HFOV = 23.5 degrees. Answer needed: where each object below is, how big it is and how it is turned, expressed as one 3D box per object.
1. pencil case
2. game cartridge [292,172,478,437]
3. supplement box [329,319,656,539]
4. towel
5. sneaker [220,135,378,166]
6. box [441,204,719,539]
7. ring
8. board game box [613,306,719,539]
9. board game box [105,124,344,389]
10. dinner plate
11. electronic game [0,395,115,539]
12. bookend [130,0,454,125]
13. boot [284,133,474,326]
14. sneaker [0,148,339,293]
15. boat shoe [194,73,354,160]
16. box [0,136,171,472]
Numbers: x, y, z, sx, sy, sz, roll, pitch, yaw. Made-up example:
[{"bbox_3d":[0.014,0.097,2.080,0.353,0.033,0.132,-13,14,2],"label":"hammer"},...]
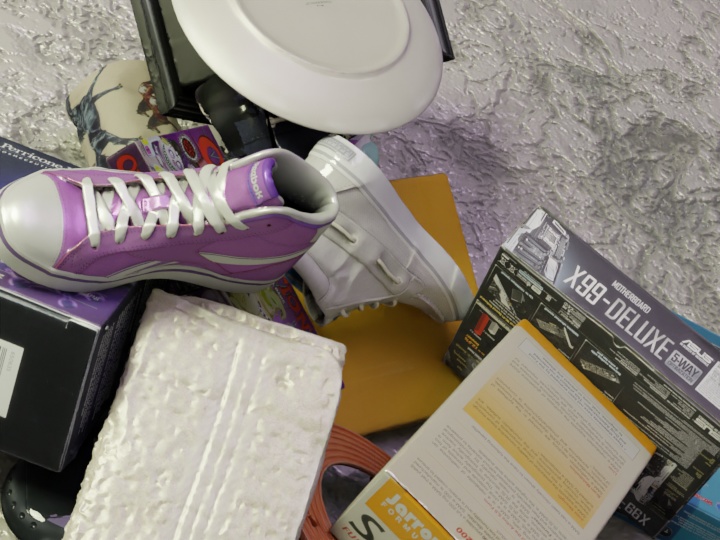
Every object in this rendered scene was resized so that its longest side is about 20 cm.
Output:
[{"bbox_3d":[-0.150,-0.068,1.261,0.089,0.078,0.201,8,43,-41],"label":"pencil case"},{"bbox_3d":[0.003,0.027,1.233,0.199,0.032,0.178,-10,82,-36],"label":"game cartridge"},{"bbox_3d":[0.087,0.136,1.080,0.126,0.074,0.200,45,40,4],"label":"supplement box"},{"bbox_3d":[-0.091,0.116,1.002,0.131,0.035,0.201,18,67,1],"label":"towel"},{"bbox_3d":[-0.055,-0.074,1.305,0.139,0.078,0.201,20,38,-32],"label":"sneaker"},{"bbox_3d":[0.161,0.073,1.170,0.200,0.158,0.050,39,57,12],"label":"box"},{"bbox_3d":[0.017,0.178,1.093,0.200,0.019,0.201,40,21,-18],"label":"ring"},{"bbox_3d":[0.231,0.113,1.322,0.150,0.047,0.200,28,39,-1],"label":"board game box"},{"bbox_3d":[-0.083,0.005,1.107,0.201,0.032,0.120,62,16,-1],"label":"board game box"},{"bbox_3d":[-0.031,-0.174,1.155,0.199,0.024,0.201,16,47,-18],"label":"dinner plate"},{"bbox_3d":[-0.179,0.141,1.051,0.198,0.042,0.201,12,39,-10],"label":"electronic game"},{"bbox_3d":[-0.043,-0.179,1.267,0.199,0.198,0.093,-18,93,-83],"label":"bookend"},{"bbox_3d":[0.000,0.000,1.168,0.073,0.096,0.200,31,-12,45],"label":"boot"},{"bbox_3d":[-0.105,-0.040,0.982,0.199,0.114,0.073,0,68,-35],"label":"sneaker"},{"bbox_3d":[-0.038,-0.088,1.216,0.200,0.074,0.093,-1,63,-61],"label":"boat shoe"},{"bbox_3d":[-0.208,0.014,1.072,0.147,0.105,0.200,20,25,1],"label":"box"}]
